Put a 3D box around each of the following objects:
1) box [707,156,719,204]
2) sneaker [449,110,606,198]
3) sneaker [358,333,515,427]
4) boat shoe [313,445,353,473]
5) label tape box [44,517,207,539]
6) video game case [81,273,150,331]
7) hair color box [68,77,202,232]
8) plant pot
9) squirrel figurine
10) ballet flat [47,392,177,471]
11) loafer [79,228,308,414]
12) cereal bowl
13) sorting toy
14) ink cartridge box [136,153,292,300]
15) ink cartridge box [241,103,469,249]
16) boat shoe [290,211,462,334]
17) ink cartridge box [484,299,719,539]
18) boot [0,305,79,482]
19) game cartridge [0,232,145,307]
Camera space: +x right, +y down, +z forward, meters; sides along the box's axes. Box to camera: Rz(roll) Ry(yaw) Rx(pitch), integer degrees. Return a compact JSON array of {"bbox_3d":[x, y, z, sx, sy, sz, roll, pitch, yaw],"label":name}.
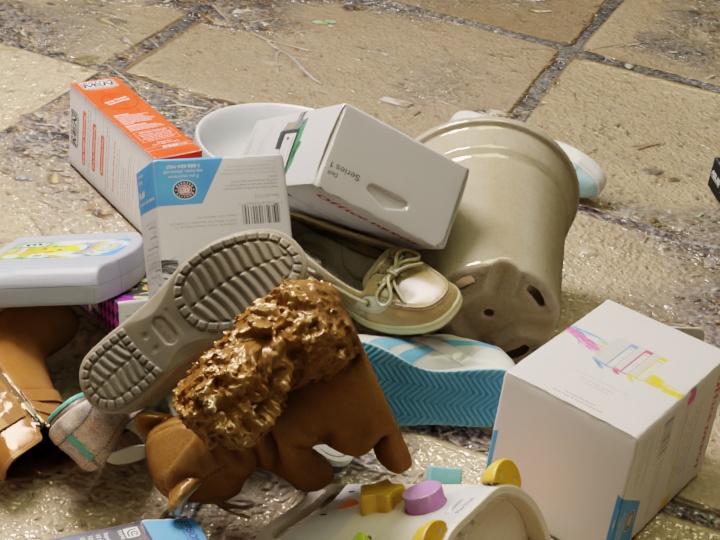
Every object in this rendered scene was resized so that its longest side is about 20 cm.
[{"bbox_3d":[0.533,-0.067,1.746,0.199,0.048,0.194,5,32,-7],"label":"box"},{"bbox_3d":[0.186,-0.114,1.739,0.199,0.074,0.082,20,61,11],"label":"sneaker"},{"bbox_3d":[0.045,0.094,1.330,0.199,0.077,0.081,10,18,-6],"label":"sneaker"},{"bbox_3d":[-0.070,0.121,1.263,0.073,0.062,0.200,6,26,-40],"label":"boat shoe"},{"bbox_3d":[-0.185,0.247,1.007,0.199,0.066,0.143,-5,33,-28],"label":"label tape box"},{"bbox_3d":[-0.158,0.021,1.362,0.180,0.036,0.200,-5,10,-21],"label":"video game case"},{"bbox_3d":[-0.246,-0.123,1.594,0.061,0.102,0.200,-15,37,-33],"label":"hair color box"},{"bbox_3d":[0.119,-0.015,1.433,0.199,0.201,0.184,6,41,-3],"label":"plant pot"},{"bbox_3d":[-0.081,0.097,1.095,0.186,0.200,0.142,-24,58,-1],"label":"squirrel figurine"},{"bbox_3d":[-0.184,0.121,1.223,0.067,0.068,0.200,48,26,8],"label":"ballet flat"},{"bbox_3d":[-0.128,0.040,1.149,0.200,0.068,0.076,-34,79,-5],"label":"loafer"},{"bbox_3d":[-0.087,-0.108,1.625,0.199,0.084,0.200,6,30,-4],"label":"cereal bowl"},{"bbox_3d":[0.017,0.203,1.126,0.179,0.107,0.200,5,23,35],"label":"sorting toy"},{"bbox_3d":[-0.117,0.009,1.236,0.115,0.201,0.068,-4,-4,-22],"label":"ink cartridge box"},{"bbox_3d":[-0.013,-0.082,1.379,0.146,0.085,0.200,25,-11,-25],"label":"ink cartridge box"},{"bbox_3d":[0.001,-0.002,1.338,0.200,0.063,0.073,25,62,36],"label":"boat shoe"},{"bbox_3d":[0.214,0.126,1.251,0.125,0.129,0.200,26,33,28],"label":"ink cartridge box"},{"bbox_3d":[-0.275,0.097,1.238,0.155,0.077,0.200,33,27,25],"label":"boot"},{"bbox_3d":[-0.261,-0.003,1.319,0.132,0.041,0.200,1,10,1],"label":"game cartridge"}]
